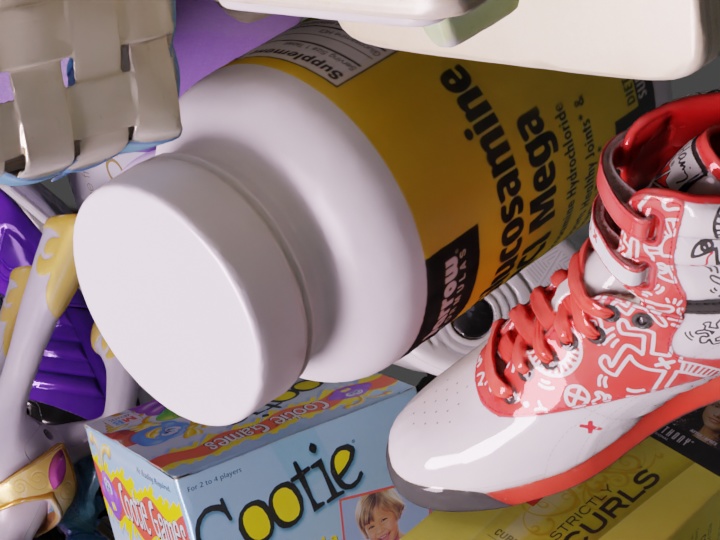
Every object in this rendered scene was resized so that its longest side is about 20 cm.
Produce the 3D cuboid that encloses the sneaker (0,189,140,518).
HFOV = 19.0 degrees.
[{"bbox_3d":[-0.158,0.034,1.031,0.200,0.099,0.070,50,173,7],"label":"sneaker"}]

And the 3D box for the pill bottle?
[{"bbox_3d":[0.005,-0.033,0.722,0.112,0.200,0.113,29,137,32],"label":"pill bottle"}]

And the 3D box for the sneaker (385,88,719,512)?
[{"bbox_3d":[0.081,0.005,0.695,0.201,0.067,0.108,-20,132,19],"label":"sneaker"}]

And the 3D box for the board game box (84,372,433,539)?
[{"bbox_3d":[-0.022,0.145,0.852,0.103,0.105,0.200,17,123,62],"label":"board game box"}]

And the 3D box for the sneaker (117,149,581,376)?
[{"bbox_3d":[0.000,0.000,0.856,0.200,0.073,0.112,16,172,-1],"label":"sneaker"}]

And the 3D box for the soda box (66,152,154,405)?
[{"bbox_3d":[-0.077,-0.028,0.933,0.064,0.068,0.200,11,125,44],"label":"soda box"}]

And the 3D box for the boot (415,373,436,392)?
[{"bbox_3d":[0.091,0.130,0.884,0.131,0.068,0.200,7,124,33],"label":"boot"}]

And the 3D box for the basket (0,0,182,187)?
[{"bbox_3d":[-0.149,-0.105,0.678,0.200,0.139,0.177,13,114,56],"label":"basket"}]

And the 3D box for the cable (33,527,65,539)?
[{"bbox_3d":[-0.160,0.142,1.120,0.200,0.051,0.163,52,-178,26],"label":"cable"}]

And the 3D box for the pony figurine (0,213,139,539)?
[{"bbox_3d":[-0.177,0.086,0.914,0.193,0.200,0.167,-7,157,36],"label":"pony figurine"}]

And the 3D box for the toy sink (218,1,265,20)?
[{"bbox_3d":[0.028,-0.175,0.652,0.200,0.112,0.130,-16,104,48],"label":"toy sink"}]

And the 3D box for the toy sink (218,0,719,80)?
[{"bbox_3d":[-0.002,-0.127,0.529,0.130,0.112,0.200,13,124,39],"label":"toy sink"}]

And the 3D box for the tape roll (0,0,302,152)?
[{"bbox_3d":[-0.102,-0.145,0.807,0.200,0.066,0.200,1,91,44],"label":"tape roll"}]

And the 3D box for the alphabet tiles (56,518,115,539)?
[{"bbox_3d":[-0.086,0.158,1.043,0.167,0.008,0.200,35,174,26],"label":"alphabet tiles"}]

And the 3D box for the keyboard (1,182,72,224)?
[{"bbox_3d":[-0.150,-0.042,0.904,0.056,0.011,0.200,43,178,25],"label":"keyboard"}]

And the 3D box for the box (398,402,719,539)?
[{"bbox_3d":[0.070,0.099,0.750,0.075,0.200,0.050,30,140,33],"label":"box"}]
